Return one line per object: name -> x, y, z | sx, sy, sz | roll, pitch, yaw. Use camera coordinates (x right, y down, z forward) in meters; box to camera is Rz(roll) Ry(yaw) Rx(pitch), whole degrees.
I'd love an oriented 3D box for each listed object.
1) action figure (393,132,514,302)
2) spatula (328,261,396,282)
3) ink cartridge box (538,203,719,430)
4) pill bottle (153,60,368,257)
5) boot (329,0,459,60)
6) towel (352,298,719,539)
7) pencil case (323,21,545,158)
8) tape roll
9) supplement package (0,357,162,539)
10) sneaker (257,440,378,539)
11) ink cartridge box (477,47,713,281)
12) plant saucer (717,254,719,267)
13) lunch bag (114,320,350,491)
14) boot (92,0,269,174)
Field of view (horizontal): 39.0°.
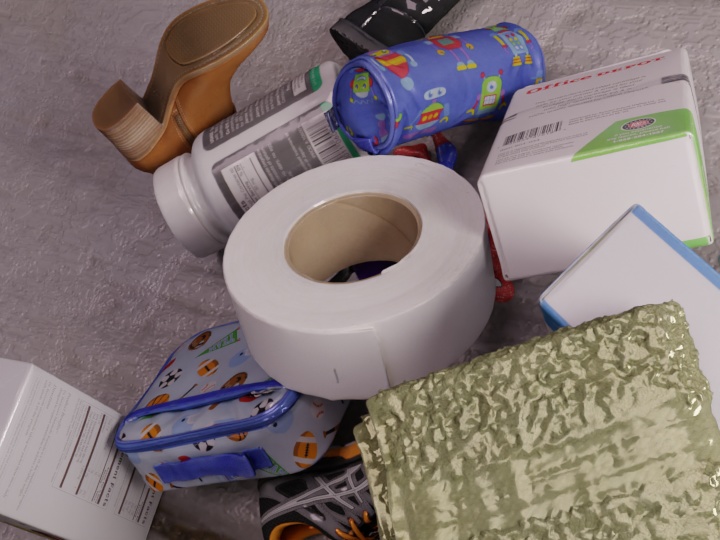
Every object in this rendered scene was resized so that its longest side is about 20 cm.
action figure -> 0.080, -0.050, 0.860 | 0.051, 0.066, 0.201 | -8, 50, -25
spatula -> -0.031, 0.016, 0.885 | 0.199, 0.020, 0.057 | -33, 62, 23
ink cartridge box -> 0.195, 0.063, 0.634 | 0.084, 0.200, 0.145 | -45, 69, -1
pill bottle -> -0.085, -0.098, 0.940 | 0.198, 0.113, 0.114 | -26, 55, 12
boot -> 0.086, -0.260, 0.974 | 0.200, 0.066, 0.165 | -43, 55, -4
towel -> 0.095, 0.109, 0.532 | 0.198, 0.036, 0.150 | -24, 67, 21
pencil case -> 0.068, -0.152, 0.856 | 0.199, 0.088, 0.078 | -22, 34, -36
tape roll -> 0.000, 0.000, 0.761 | 0.200, 0.071, 0.204 | -8, 40, 7
supplement package -> -0.263, 0.158, 0.842 | 0.113, 0.200, 0.111 | 5, 66, 30
sneaker -> 0.004, 0.173, 0.776 | 0.198, 0.078, 0.078 | -16, 57, 32
ink cartridge box -> 0.178, -0.084, 0.753 | 0.144, 0.085, 0.200 | -11, 23, 22
plant saucer -> 0.306, 0.043, 0.609 | 0.028, 0.199, 0.200 | -56, 50, 21
lunch bag -> -0.094, 0.104, 0.817 | 0.198, 0.076, 0.161 | -16, 25, 32
boot -> -0.140, -0.160, 0.977 | 0.200, 0.155, 0.077 | -42, 58, 6
